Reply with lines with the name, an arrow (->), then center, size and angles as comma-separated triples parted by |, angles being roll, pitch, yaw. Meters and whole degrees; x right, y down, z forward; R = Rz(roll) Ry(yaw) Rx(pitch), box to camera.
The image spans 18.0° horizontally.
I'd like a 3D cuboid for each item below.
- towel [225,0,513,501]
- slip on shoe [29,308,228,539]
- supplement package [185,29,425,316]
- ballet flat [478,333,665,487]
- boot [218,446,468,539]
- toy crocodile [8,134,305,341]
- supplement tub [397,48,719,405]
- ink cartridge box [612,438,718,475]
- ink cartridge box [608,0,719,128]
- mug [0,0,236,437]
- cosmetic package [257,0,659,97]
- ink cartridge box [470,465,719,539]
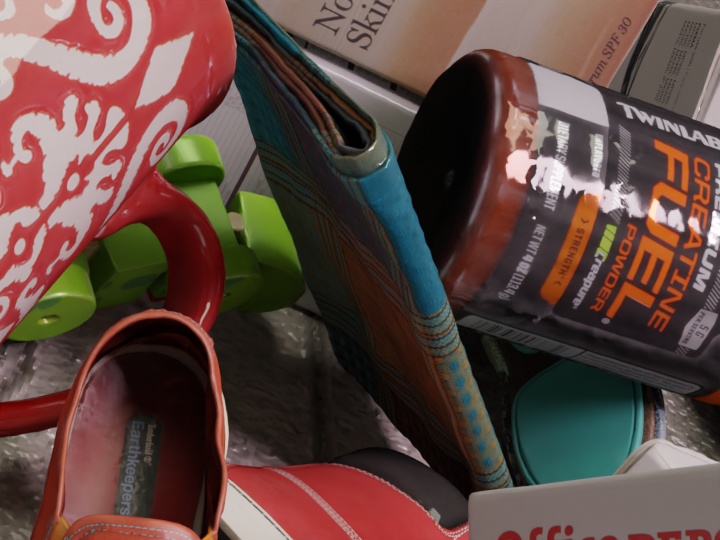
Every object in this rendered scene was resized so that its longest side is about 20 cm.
towel -> 0.000, 0.000, 0.845 | 0.022, 0.201, 0.147 | -29, 39, -11
slip on shoe -> -0.073, 0.100, 0.693 | 0.073, 0.061, 0.201 | 7, 57, -4
supplement package -> -0.031, -0.069, 0.988 | 0.199, 0.114, 0.110 | 26, 30, -10
ballet flat -> 0.094, 0.054, 0.969 | 0.074, 0.075, 0.201 | 18, 33, -21
boot -> 0.026, 0.132, 0.775 | 0.144, 0.073, 0.200 | -1, 38, -46
toy crocodile -> -0.103, -0.008, 0.886 | 0.199, 0.062, 0.068 | -5, 64, -39
supplement tub -> 0.116, -0.010, 0.895 | 0.199, 0.107, 0.107 | 17, 31, -19
ink cartridge box -> 0.163, 0.167, 0.795 | 0.145, 0.083, 0.200 | 24, 23, -51
ink cartridge box -> 0.196, -0.076, 1.166 | 0.144, 0.085, 0.200 | 20, 5, -18
mug -> -0.129, -0.021, 0.754 | 0.177, 0.134, 0.200 | 36, 54, -2
cosmetic package -> 0.018, -0.142, 0.926 | 0.199, 0.104, 0.087 | 24, 31, -9
ink cartridge box -> 0.104, 0.155, 0.624 | 0.084, 0.145, 0.202 | 6, 77, -36
